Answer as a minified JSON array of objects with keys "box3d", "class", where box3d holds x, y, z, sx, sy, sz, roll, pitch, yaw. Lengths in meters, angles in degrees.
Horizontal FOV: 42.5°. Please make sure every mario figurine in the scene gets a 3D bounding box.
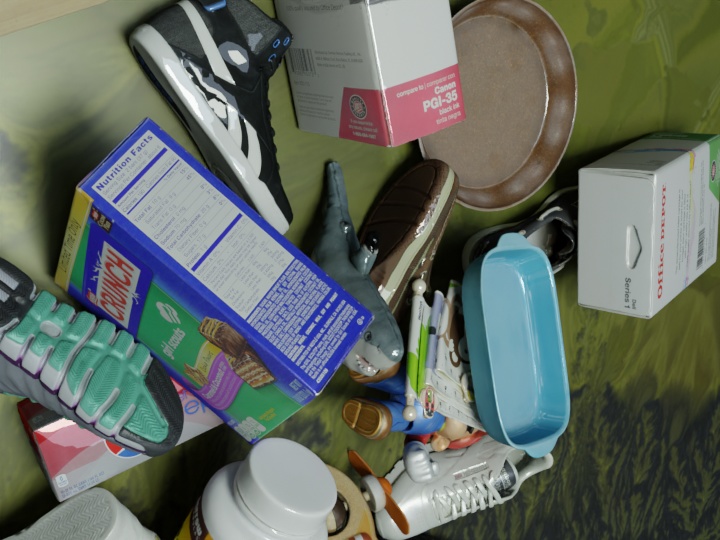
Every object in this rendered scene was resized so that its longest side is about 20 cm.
[{"box3d":[0.077,0.122,0.865,0.199,0.106,0.124,18,110,-50],"class":"mario figurine"}]

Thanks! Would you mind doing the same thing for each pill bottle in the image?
[{"box3d":[-0.098,0.233,0.745,0.108,0.110,0.201,14,120,-34],"class":"pill bottle"}]

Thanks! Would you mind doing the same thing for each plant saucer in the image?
[{"box3d":[0.126,-0.160,0.891,0.197,0.034,0.204,-9,108,-30],"class":"plant saucer"}]

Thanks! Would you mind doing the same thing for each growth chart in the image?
[{"box3d":[0.105,0.081,0.858,0.198,0.018,0.147,21,63,-43],"class":"growth chart"}]

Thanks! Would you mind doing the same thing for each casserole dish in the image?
[{"box3d":[0.140,0.069,0.850,0.120,0.038,0.204,-5,87,-47],"class":"casserole dish"}]

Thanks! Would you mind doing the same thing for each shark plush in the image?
[{"box3d":[0.000,0.000,0.780,0.090,0.083,0.203,22,49,-24],"class":"shark plush"}]

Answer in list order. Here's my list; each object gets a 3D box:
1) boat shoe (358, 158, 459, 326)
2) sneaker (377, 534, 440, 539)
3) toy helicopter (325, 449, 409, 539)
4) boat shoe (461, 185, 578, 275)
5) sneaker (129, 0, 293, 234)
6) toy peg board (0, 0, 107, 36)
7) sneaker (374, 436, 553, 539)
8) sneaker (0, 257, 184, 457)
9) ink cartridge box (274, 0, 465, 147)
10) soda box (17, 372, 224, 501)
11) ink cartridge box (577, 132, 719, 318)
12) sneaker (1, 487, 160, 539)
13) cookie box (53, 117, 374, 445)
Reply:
[{"box3d":[0.035,-0.004,0.853,0.074,0.075,0.204,28,100,-38],"class":"boat shoe"},{"box3d":[0.029,0.333,0.936,0.196,0.076,0.116,3,103,-30],"class":"sneaker"},{"box3d":[0.006,0.252,0.853,0.199,0.079,0.132,37,57,7],"class":"toy helicopter"},{"box3d":[0.197,-0.034,0.953,0.197,0.060,0.075,-19,111,-28],"class":"boat shoe"},{"box3d":[-0.083,-0.132,0.738,0.112,0.073,0.201,-41,119,-15],"class":"sneaker"},{"box3d":[-0.285,-0.251,0.580,0.198,0.098,0.202,-26,131,-24],"class":"toy peg board"},{"box3d":[0.104,0.217,0.949,0.198,0.080,0.077,-28,118,-22],"class":"sneaker"},{"box3d":[-0.221,0.072,0.674,0.199,0.087,0.075,40,41,-9],"class":"sneaker"},{"box3d":[-0.002,-0.211,0.725,0.082,0.146,0.203,-22,114,-27],"class":"ink cartridge box"},{"box3d":[-0.166,0.104,0.749,0.198,0.070,0.064,-24,112,-26],"class":"soda box"},{"box3d":[0.304,-0.054,0.967,0.199,0.083,0.148,-25,117,-48],"class":"ink cartridge box"},{"box3d":[-0.254,0.254,0.729,0.197,0.074,0.116,-26,144,0],"class":"sneaker"},{"box3d":[-0.112,0.018,0.655,0.199,0.171,0.075,41,60,-3],"class":"cookie box"}]
